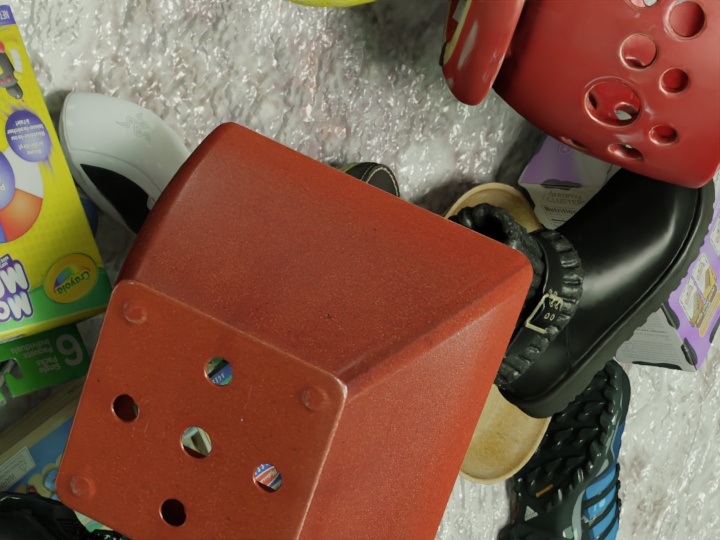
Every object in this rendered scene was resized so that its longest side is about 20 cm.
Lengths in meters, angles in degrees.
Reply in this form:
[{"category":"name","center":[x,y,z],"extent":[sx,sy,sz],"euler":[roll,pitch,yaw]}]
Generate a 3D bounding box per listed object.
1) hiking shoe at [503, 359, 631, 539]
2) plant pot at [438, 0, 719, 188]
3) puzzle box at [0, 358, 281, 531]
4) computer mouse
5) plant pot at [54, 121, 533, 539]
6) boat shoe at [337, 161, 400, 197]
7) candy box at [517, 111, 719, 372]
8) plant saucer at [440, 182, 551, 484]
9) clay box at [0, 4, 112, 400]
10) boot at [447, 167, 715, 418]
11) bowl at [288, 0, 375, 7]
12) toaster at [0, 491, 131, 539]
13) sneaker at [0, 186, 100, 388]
[{"category":"hiking shoe","center":[0.152,0.153,1.853],"extent":[0.087,0.074,0.201],"euler":[-2,113,-55]},{"category":"plant pot","center":[0.153,-0.168,1.591],"extent":[0.182,0.200,0.201],"euler":[15,91,-7]},{"category":"puzzle box","center":[-0.140,0.122,1.530],"extent":[0.200,0.025,0.133],"euler":[-38,119,-30]},{"category":"computer mouse","center":[-0.103,-0.036,1.502],"extent":[0.200,0.044,0.110],"euler":[46,32,-43]},{"category":"plant pot","center":[-0.052,0.065,1.376],"extent":[0.176,0.199,0.200],"euler":[-38,150,-64]},{"category":"boat shoe","center":[0.000,0.000,1.565],"extent":[0.073,0.065,0.200],"euler":[62,29,-30]},{"category":"candy box","center":[0.206,-0.058,1.820],"extent":[0.168,0.071,0.200],"euler":[-61,138,-29]},{"category":"plant saucer","center":[0.075,0.042,1.728],"extent":[0.200,0.035,0.201],"euler":[-4,94,-57]},{"category":"clay box","center":[-0.204,-0.033,1.352],"extent":[0.115,0.048,0.201],"euler":[-16,83,-43]},{"category":"boot","center":[0.123,-0.015,1.634],"extent":[0.211,0.079,0.158],"euler":[-54,134,-2]},{"category":"bowl","center":[0.018,-0.251,1.549],"extent":[0.200,0.107,0.201],"euler":[-16,113,-43]},{"category":"toaster","center":[-0.221,0.191,1.402],"extent":[0.199,0.114,0.130],"euler":[6,102,-31]},{"category":"sneaker","center":[-0.204,0.029,1.416],"extent":[0.200,0.077,0.076],"euler":[-49,131,-29]}]
